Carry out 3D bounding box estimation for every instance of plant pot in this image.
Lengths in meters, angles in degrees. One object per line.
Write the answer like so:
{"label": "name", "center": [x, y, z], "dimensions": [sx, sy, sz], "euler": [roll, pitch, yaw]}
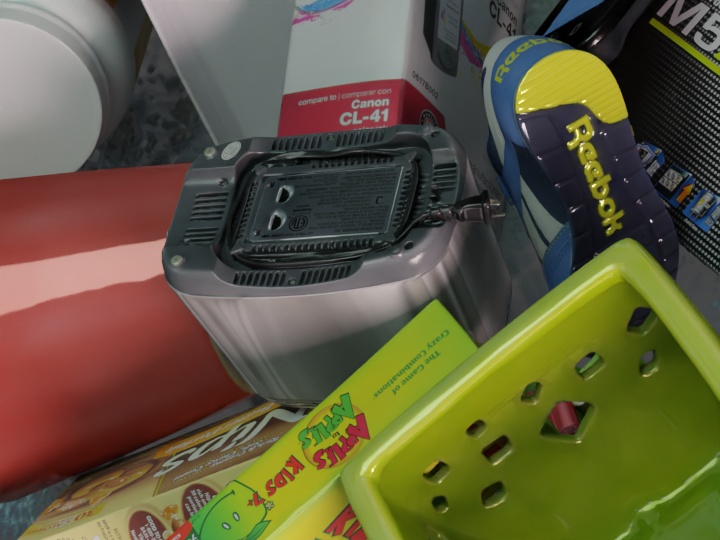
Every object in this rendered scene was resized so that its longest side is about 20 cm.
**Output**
{"label": "plant pot", "center": [-0.157, 0.024, 1.567], "dimensions": [0.177, 0.200, 0.201], "euler": [-15, 59, 15]}
{"label": "plant pot", "center": [0.141, 0.140, 1.312], "dimensions": [0.200, 0.181, 0.199], "euler": [-39, 53, 10]}

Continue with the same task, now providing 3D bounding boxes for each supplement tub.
{"label": "supplement tub", "center": [-0.207, -0.153, 1.665], "dimensions": [0.145, 0.145, 0.200], "euler": [-25, 28, 20]}

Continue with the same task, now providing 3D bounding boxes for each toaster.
{"label": "toaster", "center": [0.000, 0.000, 1.425], "dimensions": [0.200, 0.129, 0.114], "euler": [-5, 49, 21]}

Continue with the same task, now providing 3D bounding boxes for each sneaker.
{"label": "sneaker", "center": [0.116, -0.044, 1.429], "dimensions": [0.074, 0.200, 0.082], "euler": [-26, 32, -15]}

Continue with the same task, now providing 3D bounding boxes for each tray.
{"label": "tray", "center": [-0.060, -0.137, 1.563], "dimensions": [0.107, 0.200, 0.022], "euler": [-31, 34, -8]}

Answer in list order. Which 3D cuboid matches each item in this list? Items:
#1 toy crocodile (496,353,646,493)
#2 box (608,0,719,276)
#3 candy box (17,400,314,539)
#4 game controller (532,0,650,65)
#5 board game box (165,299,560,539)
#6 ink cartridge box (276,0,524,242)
{"label": "toy crocodile", "center": [0.076, 0.102, 1.449], "dimensions": [0.200, 0.062, 0.068], "euler": [-31, 54, 17]}
{"label": "box", "center": [0.230, -0.096, 1.460], "dimensions": [0.193, 0.048, 0.200], "euler": [-50, 51, 5]}
{"label": "candy box", "center": [-0.090, 0.129, 1.508], "dimensions": [0.200, 0.055, 0.115], "euler": [-21, 12, 22]}
{"label": "game controller", "center": [0.151, -0.170, 1.495], "dimensions": [0.200, 0.042, 0.104], "euler": [-53, 6, -33]}
{"label": "board game box", "center": [-0.001, 0.117, 1.379], "dimensions": [0.200, 0.102, 0.048], "euler": [-42, 48, 3]}
{"label": "ink cartridge box", "center": [0.027, -0.123, 1.539], "dimensions": [0.086, 0.148, 0.200], "euler": [-4, 65, 28]}
